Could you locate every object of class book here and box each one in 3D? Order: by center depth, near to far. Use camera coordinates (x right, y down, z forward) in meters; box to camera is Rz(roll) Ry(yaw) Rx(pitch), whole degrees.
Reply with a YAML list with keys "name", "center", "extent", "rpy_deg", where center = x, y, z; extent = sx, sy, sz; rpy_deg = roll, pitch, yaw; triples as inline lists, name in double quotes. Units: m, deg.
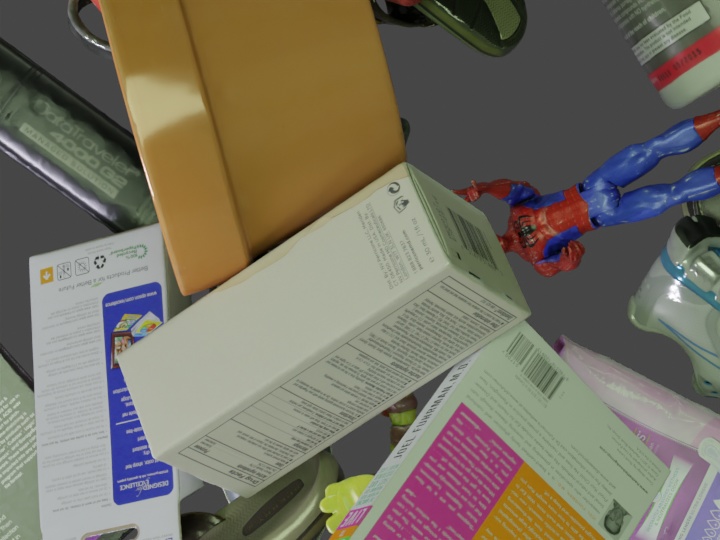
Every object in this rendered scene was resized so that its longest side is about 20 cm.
- name: "book"
  center: [0.070, 0.138, 1.447]
  extent: [0.134, 0.048, 0.200]
  rpy_deg: [46, 60, -13]

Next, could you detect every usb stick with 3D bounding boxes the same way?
- name: "usb stick"
  center: [-0.172, -0.074, 1.592]
  extent: [0.200, 0.033, 0.056]
  rpy_deg: [36, 83, 1]

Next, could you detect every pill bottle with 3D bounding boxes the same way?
- name: "pill bottle"
  center: [0.175, -0.204, 1.551]
  extent: [0.111, 0.111, 0.200]
  rpy_deg: [-32, 89, 0]

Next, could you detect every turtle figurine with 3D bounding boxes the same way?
- name: "turtle figurine"
  center: [0.027, 0.151, 1.525]
  extent: [0.064, 0.161, 0.201]
  rpy_deg: [1, 98, 13]

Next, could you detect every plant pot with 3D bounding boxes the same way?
- name: "plant pot"
  center: [-0.058, -0.100, 1.462]
  extent: [0.140, 0.200, 0.201]
  rpy_deg: [-15, 89, -2]

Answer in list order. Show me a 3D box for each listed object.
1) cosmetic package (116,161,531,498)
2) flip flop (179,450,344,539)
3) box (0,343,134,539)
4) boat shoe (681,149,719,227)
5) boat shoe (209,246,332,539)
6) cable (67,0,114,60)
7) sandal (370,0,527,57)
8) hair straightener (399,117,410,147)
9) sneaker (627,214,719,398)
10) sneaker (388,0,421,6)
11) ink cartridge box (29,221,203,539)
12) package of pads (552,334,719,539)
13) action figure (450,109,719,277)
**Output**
- name: "cosmetic package"
  center: [-0.020, 0.035, 1.453]
  extent: [0.200, 0.103, 0.073]
  rpy_deg: [-32, 60, 16]
- name: "flip flop"
  center: [-0.096, 0.165, 1.516]
  extent: [0.200, 0.081, 0.058]
  rpy_deg: [-40, 122, 0]
- name: "box"
  center: [-0.243, 0.118, 1.587]
  extent: [0.143, 0.036, 0.200]
  rpy_deg: [-41, 90, -1]
- name: "boat shoe"
  center: [0.290, -0.049, 1.570]
  extent: [0.199, 0.065, 0.073]
  rpy_deg: [-4, 91, 2]
- name: "boat shoe"
  center: [-0.055, 0.072, 1.572]
  extent: [0.073, 0.062, 0.201]
  rpy_deg: [-6, 90, -3]
- name: "cable"
  center: [-0.105, -0.127, 1.568]
  extent: [0.097, 0.050, 0.200]
  rpy_deg: [-33, 74, 0]
- name: "sandal"
  center: [0.010, -0.182, 1.580]
  extent: [0.201, 0.080, 0.057]
  rpy_deg: [29, 133, 12]
- name: "hair straightener"
  center: [0.000, 0.000, 1.563]
  extent: [0.077, 0.041, 0.201]
  rpy_deg: [27, 63, -41]
- name: "sneaker"
  center: [0.244, 0.053, 1.576]
  extent: [0.200, 0.075, 0.087]
  rpy_deg: [36, 122, -6]
- name: "sneaker"
  center: [-0.005, -0.225, 1.543]
  extent: [0.115, 0.200, 0.079]
  rpy_deg: [3, 132, 10]
- name: "ink cartridge box"
  center: [-0.141, 0.078, 1.539]
  extent: [0.094, 0.037, 0.201]
  rpy_deg: [-14, 67, 24]
- name: "package of pads"
  center: [0.176, 0.134, 1.563]
  extent: [0.200, 0.076, 0.121]
  rpy_deg: [27, 87, 1]
- name: "action figure"
  center: [0.136, -0.043, 1.534]
  extent: [0.200, 0.099, 0.065]
  rpy_deg: [-26, 82, 27]
